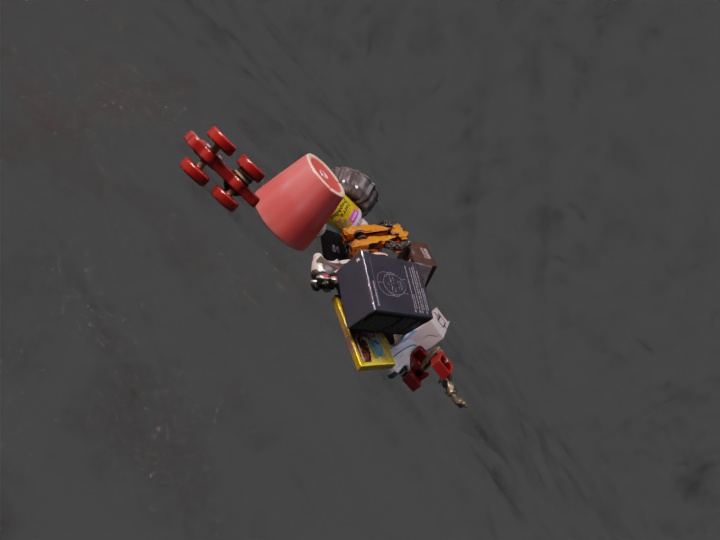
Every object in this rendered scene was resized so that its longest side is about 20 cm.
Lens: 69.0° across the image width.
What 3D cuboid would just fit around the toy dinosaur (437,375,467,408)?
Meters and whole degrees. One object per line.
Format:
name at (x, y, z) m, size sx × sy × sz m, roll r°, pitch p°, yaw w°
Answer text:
toy dinosaur at (0.254, 0.321, 1.565) m, size 0.089 × 0.047 × 0.202 m, roll 54°, pitch 10°, yaw -44°

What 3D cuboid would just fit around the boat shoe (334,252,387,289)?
boat shoe at (0.000, 0.000, 1.417) m, size 0.196 × 0.071 × 0.064 m, roll -13°, pitch 70°, yaw -35°

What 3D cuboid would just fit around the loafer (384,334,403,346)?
loafer at (0.048, 0.114, 1.423) m, size 0.202 × 0.071 × 0.063 m, roll 54°, pitch 23°, yaw -2°

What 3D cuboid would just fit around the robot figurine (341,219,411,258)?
robot figurine at (0.051, -0.091, 1.541) m, size 0.195 × 0.059 × 0.146 m, roll -5°, pitch 40°, yaw -19°

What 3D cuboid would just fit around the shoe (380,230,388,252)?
shoe at (0.048, -0.108, 1.697) m, size 0.070 × 0.093 × 0.201 m, roll 20°, pitch -19°, yaw 13°

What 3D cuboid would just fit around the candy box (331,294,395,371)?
candy box at (0.006, 0.144, 1.248) m, size 0.100 × 0.027 × 0.203 m, roll 5°, pitch 48°, yaw -35°

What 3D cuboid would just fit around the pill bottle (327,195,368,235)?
pill bottle at (-0.065, -0.184, 1.662) m, size 0.199 × 0.104 × 0.105 m, roll 40°, pitch 20°, yaw -31°

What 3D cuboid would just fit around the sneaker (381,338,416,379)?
sneaker at (0.098, 0.229, 1.337) m, size 0.199 × 0.072 × 0.072 m, roll -13°, pitch 73°, yaw -61°

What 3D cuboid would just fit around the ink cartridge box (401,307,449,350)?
ink cartridge box at (0.200, 0.183, 1.583) m, size 0.068 × 0.115 × 0.200 m, roll 51°, pitch 17°, yaw 3°

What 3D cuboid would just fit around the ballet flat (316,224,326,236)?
ballet flat at (-0.164, -0.184, 1.485) m, size 0.202 × 0.071 × 0.071 m, roll 57°, pitch 19°, yaw 18°

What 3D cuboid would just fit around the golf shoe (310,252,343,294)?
golf shoe at (-0.042, 0.017, 1.309) m, size 0.198 × 0.076 × 0.090 m, roll 22°, pitch 50°, yaw -45°

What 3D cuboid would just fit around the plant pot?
plant pot at (-0.147, -0.185, 1.340) m, size 0.200 × 0.177 × 0.202 m, roll 43°, pitch 19°, yaw -19°

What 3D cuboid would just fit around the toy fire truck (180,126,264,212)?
toy fire truck at (-0.307, -0.227, 1.166) m, size 0.200 × 0.112 × 0.168 m, roll 43°, pitch 0°, yaw -26°

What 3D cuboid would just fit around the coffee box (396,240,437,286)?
coffee box at (0.146, 0.025, 1.602) m, size 0.078 × 0.203 × 0.114 m, roll 9°, pitch 36°, yaw -22°

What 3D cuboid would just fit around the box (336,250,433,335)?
box at (0.058, 0.058, 1.245) m, size 0.197 × 0.106 × 0.152 m, roll 12°, pitch 55°, yaw -40°

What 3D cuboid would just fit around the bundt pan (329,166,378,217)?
bundt pan at (-0.042, -0.243, 1.737) m, size 0.201 × 0.199 × 0.077 m, roll 41°, pitch 54°, yaw -29°

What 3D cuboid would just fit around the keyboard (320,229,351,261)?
keyboard at (-0.071, -0.046, 1.517) m, size 0.102 × 0.040 × 0.202 m, roll 18°, pitch 31°, yaw -19°

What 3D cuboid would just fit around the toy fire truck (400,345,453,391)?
toy fire truck at (0.171, 0.240, 1.357) m, size 0.049 × 0.140 × 0.200 m, roll 46°, pitch 18°, yaw -7°
